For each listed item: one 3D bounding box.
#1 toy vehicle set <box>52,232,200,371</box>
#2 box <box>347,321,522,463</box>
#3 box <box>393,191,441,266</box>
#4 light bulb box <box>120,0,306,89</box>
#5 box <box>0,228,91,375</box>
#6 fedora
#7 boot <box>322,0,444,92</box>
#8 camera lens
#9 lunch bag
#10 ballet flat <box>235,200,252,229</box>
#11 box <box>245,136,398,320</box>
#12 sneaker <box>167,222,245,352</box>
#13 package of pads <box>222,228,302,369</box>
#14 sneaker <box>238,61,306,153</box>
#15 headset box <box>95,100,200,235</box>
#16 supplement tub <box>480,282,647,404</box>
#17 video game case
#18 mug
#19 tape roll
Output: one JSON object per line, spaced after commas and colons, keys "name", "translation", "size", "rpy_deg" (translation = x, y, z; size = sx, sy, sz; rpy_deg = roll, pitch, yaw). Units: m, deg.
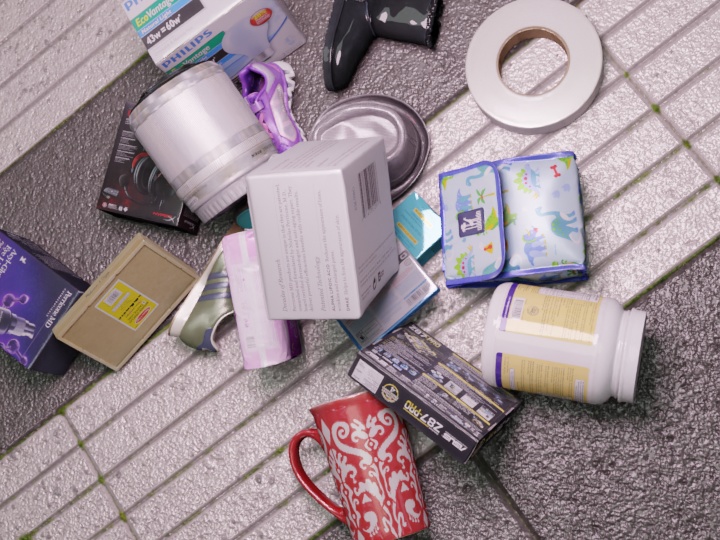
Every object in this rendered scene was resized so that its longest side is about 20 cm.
{"name": "toy vehicle set", "translation": [-0.355, 0.050, 1.604], "size": [0.200, 0.124, 0.027], "rpy_deg": [-47, 42, 3]}
{"name": "box", "translation": [0.103, 0.160, 1.437], "size": [0.200, 0.161, 0.049], "rpy_deg": [35, 119, 17]}
{"name": "box", "translation": [0.037, -0.017, 1.545], "size": [0.200, 0.049, 0.082], "rpy_deg": [-44, 72, 4]}
{"name": "light bulb box", "translation": [-0.218, -0.376, 1.599], "size": [0.198, 0.200, 0.125], "rpy_deg": [-34, 73, 8]}
{"name": "box", "translation": [-0.522, 0.049, 1.660], "size": [0.200, 0.104, 0.148], "rpy_deg": [32, 89, 19]}
{"name": "fedora", "translation": [-0.001, -0.188, 1.563], "size": [0.200, 0.090, 0.177], "rpy_deg": [6, 82, 17]}
{"name": "boot", "translation": [0.036, -0.362, 1.597], "size": [0.162, 0.073, 0.198], "rpy_deg": [8, 82, 13]}
{"name": "camera lens", "translation": [-0.224, -0.189, 1.525], "size": [0.160, 0.160, 0.200], "rpy_deg": [-34, 94, 8]}
{"name": "lunch bag", "translation": [0.209, -0.065, 1.464], "size": [0.200, 0.127, 0.170], "rpy_deg": [-5, 79, 15]}
{"name": "ballet flat", "translation": [-0.095, -0.109, 1.559], "size": [0.200, 0.073, 0.073], "rpy_deg": [-13, 76, 32]}
{"name": "box", "translation": [-0.044, -0.059, 1.392], "size": [0.131, 0.199, 0.200], "rpy_deg": [-1, 108, 18]}
{"name": "sneaker", "translation": [-0.204, 0.034, 1.601], "size": [0.090, 0.067, 0.200], "rpy_deg": [31, 84, 2]}
{"name": "package of pads", "translation": [-0.142, 0.038, 1.526], "size": [0.076, 0.121, 0.200], "rpy_deg": [-10, 91, 9]}
{"name": "sneaker", "translation": [-0.142, -0.231, 1.604], "size": [0.080, 0.088, 0.200], "rpy_deg": [-19, 74, 32]}
{"name": "headset box", "translation": [-0.310, -0.171, 1.654], "size": [0.149, 0.075, 0.200], "rpy_deg": [13, 84, 17]}
{"name": "supplement tub", "translation": [0.272, 0.099, 1.409], "size": [0.200, 0.145, 0.146], "rpy_deg": [9, 83, 17]}
{"name": "video game case", "translation": [0.000, 0.000, 1.515], "size": [0.143, 0.018, 0.200], "rpy_deg": [-41, 70, 6]}
{"name": "mug", "translation": [0.006, 0.277, 1.478], "size": [0.177, 0.133, 0.200], "rpy_deg": [-27, 76, 47]}
{"name": "tape roll", "translation": [0.255, -0.300, 1.541], "size": [0.203, 0.037, 0.203], "rpy_deg": [-3, 80, 16]}
